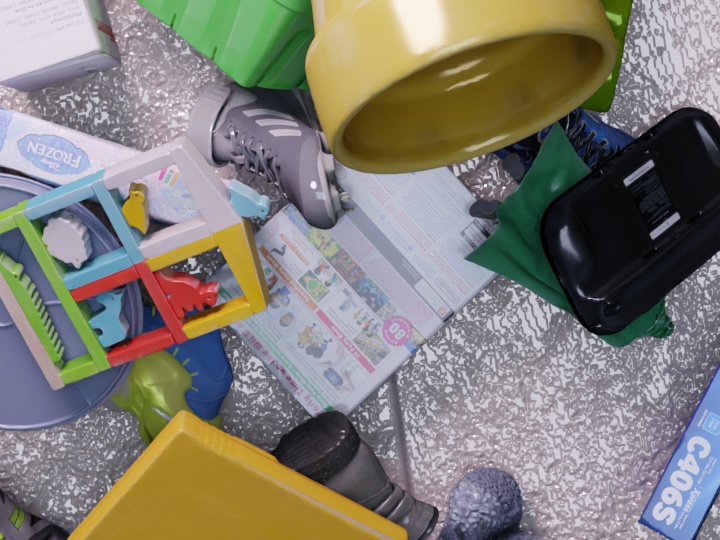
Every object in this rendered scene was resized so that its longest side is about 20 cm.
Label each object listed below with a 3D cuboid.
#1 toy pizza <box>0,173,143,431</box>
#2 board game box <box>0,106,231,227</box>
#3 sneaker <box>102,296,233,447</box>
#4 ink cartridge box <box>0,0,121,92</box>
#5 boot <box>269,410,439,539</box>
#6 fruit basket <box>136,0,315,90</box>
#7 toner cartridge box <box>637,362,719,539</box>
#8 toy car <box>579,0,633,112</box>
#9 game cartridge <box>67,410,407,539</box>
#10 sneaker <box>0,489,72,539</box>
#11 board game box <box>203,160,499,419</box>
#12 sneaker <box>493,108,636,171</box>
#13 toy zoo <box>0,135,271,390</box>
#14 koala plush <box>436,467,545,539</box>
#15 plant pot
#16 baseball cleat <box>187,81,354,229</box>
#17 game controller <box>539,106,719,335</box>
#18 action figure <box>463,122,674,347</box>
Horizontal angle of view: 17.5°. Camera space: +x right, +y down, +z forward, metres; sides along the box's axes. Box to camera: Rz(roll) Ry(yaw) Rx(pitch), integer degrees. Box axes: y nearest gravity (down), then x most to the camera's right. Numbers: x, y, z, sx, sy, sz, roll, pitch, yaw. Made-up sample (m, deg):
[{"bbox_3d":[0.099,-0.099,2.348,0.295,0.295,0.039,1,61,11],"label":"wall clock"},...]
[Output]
[{"bbox_3d":[-0.248,0.021,1.630,0.199,0.032,0.201,3,116,6],"label":"toy pizza"},{"bbox_3d":[-0.179,-0.067,1.671,0.198,0.200,0.044,17,88,0],"label":"board game box"},{"bbox_3d":[-0.168,0.046,1.723,0.200,0.075,0.105,51,51,-26],"label":"sneaker"},{"bbox_3d":[-0.246,-0.236,1.692,0.084,0.146,0.201,-17,92,1],"label":"ink cartridge box"},{"bbox_3d":[-0.050,0.192,1.740,0.199,0.068,0.131,-24,122,27],"label":"boot"},{"bbox_3d":[-0.061,-0.255,1.671,0.214,0.155,0.217,1,92,33],"label":"fruit basket"},{"bbox_3d":[0.271,0.105,1.721,0.043,0.095,0.201,28,93,11],"label":"toner cartridge box"},{"bbox_3d":[0.120,-0.236,1.649,0.163,0.158,0.201,12,125,4],"label":"toy car"},{"bbox_3d":[-0.095,0.203,1.698,0.199,0.033,0.176,31,122,-20],"label":"game cartridge"},{"bbox_3d":[-0.278,0.196,1.742,0.199,0.083,0.071,40,93,-1],"label":"sneaker"},{"bbox_3d":[0.000,0.000,1.740,0.200,0.064,0.148,-42,91,1],"label":"board game box"},{"bbox_3d":[0.143,-0.091,1.720,0.199,0.089,0.079,28,93,-3],"label":"sneaker"},{"bbox_3d":[-0.150,-0.008,1.574,0.199,0.020,0.132,-20,112,16],"label":"toy zoo"},{"bbox_3d":[0.112,0.264,1.680,0.177,0.200,0.185,30,93,-1],"label":"koala plush"},{"bbox_3d":[0.045,-0.190,1.536,0.200,0.201,0.190,-20,72,2],"label":"plant pot"},{"bbox_3d":[-0.068,-0.081,1.681,0.106,0.200,0.070,-12,119,-3],"label":"baseball cleat"},{"bbox_3d":[0.209,-0.038,1.686,0.200,0.042,0.105,-35,95,-35],"label":"game controller"},{"bbox_3d":[0.165,-0.005,1.707,0.200,0.055,0.118,40,86,-31],"label":"action figure"}]
